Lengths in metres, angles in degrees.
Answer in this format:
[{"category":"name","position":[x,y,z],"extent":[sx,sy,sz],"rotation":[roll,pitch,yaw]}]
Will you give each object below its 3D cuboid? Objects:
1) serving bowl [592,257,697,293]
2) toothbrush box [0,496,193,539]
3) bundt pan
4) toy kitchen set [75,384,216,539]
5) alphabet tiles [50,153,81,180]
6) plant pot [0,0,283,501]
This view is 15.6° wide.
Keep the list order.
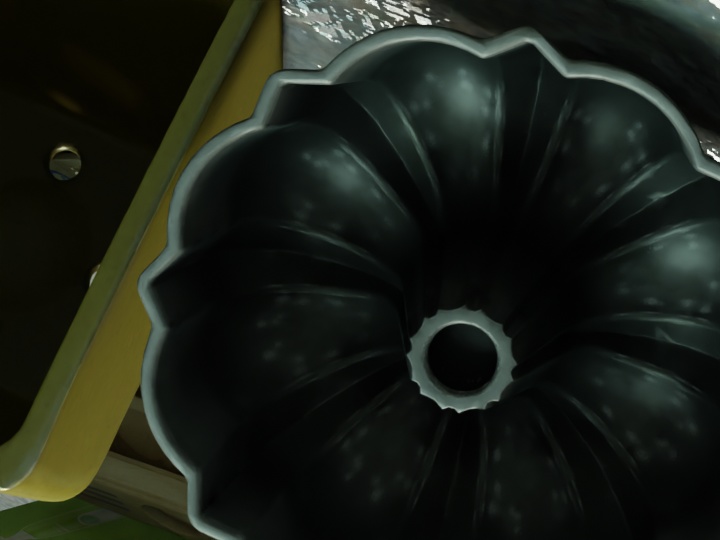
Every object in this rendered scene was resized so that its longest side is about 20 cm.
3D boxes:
[{"category":"serving bowl","position":[0.075,0.045,0.938],"extent":[0.199,0.066,0.200],"rotation":[4,136,4]},{"category":"toothbrush box","position":[-0.088,0.162,1.168],"extent":[0.145,0.086,0.200],"rotation":[27,-154,37]},{"category":"bundt pan","position":[0.036,0.017,0.815],"extent":[0.201,0.202,0.076],"rotation":[26,-163,3]},{"category":"toy kitchen set","position":[-0.087,0.081,1.063],"extent":[0.180,0.164,0.200],"rotation":[17,159,26]},{"category":"alphabet tiles","position":[-0.060,-0.007,1.181],"extent":[0.166,0.006,0.200],"rotation":[38,161,-31]},{"category":"plant pot","position":[-0.140,-0.030,0.923],"extent":[0.194,0.196,0.200],"rotation":[24,169,12]}]
